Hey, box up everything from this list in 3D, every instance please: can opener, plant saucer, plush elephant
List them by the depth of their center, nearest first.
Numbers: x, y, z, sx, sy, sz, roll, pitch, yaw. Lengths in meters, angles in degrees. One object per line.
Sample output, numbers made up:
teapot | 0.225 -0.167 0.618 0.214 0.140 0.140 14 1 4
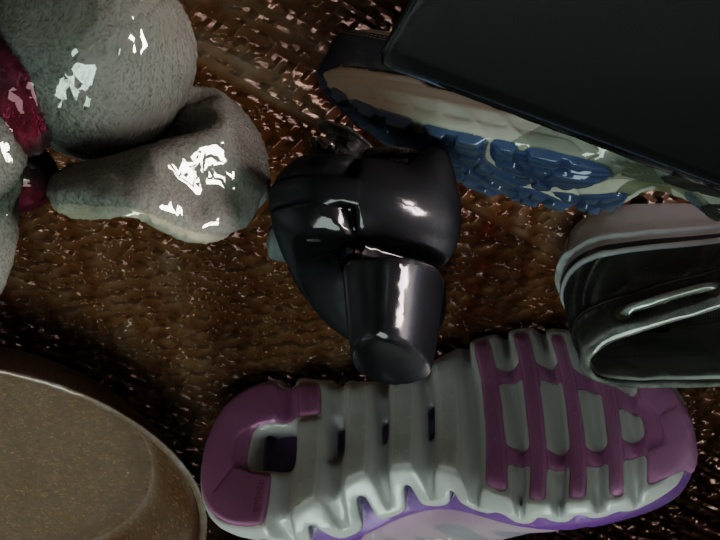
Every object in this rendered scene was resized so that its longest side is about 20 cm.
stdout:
plush elephant | -0.122 -0.056 0.628 0.154 0.166 0.200 -22 -174 -27
can opener | 0.000 0.000 0.695 0.063 0.079 0.200 12 173 2
plant saucer | -0.162 0.089 0.865 0.198 0.037 0.201 1 140 1

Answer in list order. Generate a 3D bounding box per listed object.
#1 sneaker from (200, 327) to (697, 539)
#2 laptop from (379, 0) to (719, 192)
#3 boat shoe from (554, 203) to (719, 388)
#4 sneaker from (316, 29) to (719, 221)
sneaker | 0.040 0.082 0.824 0.198 0.081 0.089 -8 145 19
laptop | 0.130 -0.129 0.537 0.186 0.202 0.116 18 168 -18
boat shoe | 0.171 0.015 0.738 0.198 0.071 0.072 -6 139 8
sneaker | 0.083 -0.065 0.657 0.198 0.086 0.077 9 169 23
